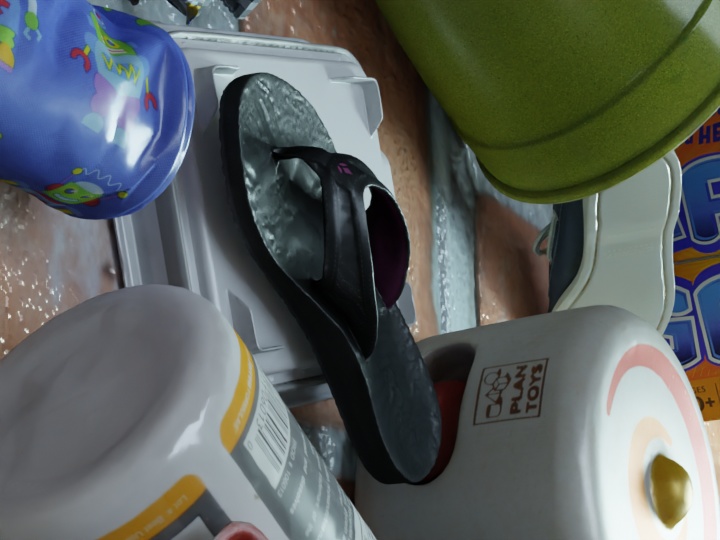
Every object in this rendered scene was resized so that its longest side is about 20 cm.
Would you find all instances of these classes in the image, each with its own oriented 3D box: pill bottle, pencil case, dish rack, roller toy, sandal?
[{"bbox_3d":[-0.052,0.112,0.678,0.201,0.115,0.117,59,35,-33],"label":"pill bottle"},{"bbox_3d":[-0.138,-0.085,0.631,0.200,0.077,0.088,32,52,-53],"label":"pencil case"},{"bbox_3d":[-0.034,-0.026,0.832,0.199,0.043,0.174,-6,85,-62],"label":"dish rack"},{"bbox_3d":[0.094,0.114,0.911,0.199,0.138,0.185,-10,89,-60],"label":"roller toy"},{"bbox_3d":[0.001,0.000,0.792,0.202,0.048,0.076,64,32,-28],"label":"sandal"}]

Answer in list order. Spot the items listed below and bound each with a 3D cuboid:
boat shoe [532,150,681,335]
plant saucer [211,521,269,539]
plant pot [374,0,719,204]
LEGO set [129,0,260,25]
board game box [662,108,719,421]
[{"bbox_3d":[0.136,-0.016,1.062,0.201,0.074,0.062,85,-6,-47],"label":"boat shoe"},{"bbox_3d":[-0.041,0.214,0.559,0.200,0.037,0.200,52,52,-9],"label":"plant saucer"},{"bbox_3d":[0.081,-0.173,0.961,0.193,0.199,0.202,42,44,-31],"label":"plant pot"},{"bbox_3d":[-0.085,-0.173,0.757,0.154,0.116,0.200,46,18,0],"label":"LEGO set"},{"bbox_3d":[0.259,-0.033,1.195,0.199,0.198,0.202,-27,104,-60],"label":"board game box"}]
